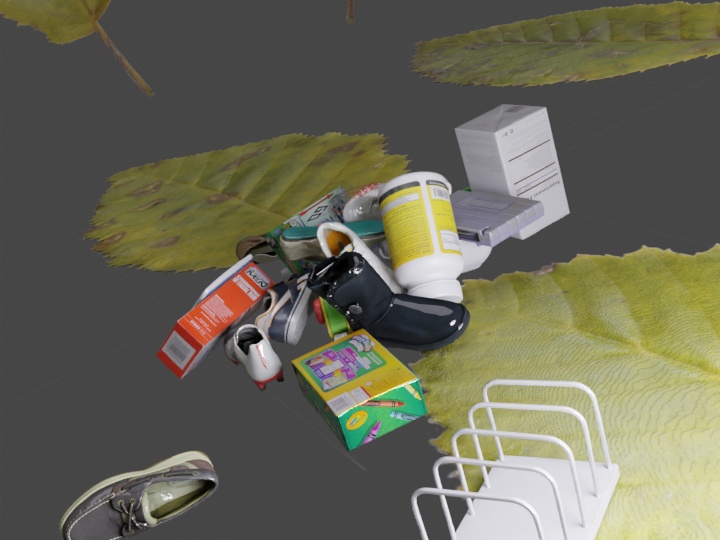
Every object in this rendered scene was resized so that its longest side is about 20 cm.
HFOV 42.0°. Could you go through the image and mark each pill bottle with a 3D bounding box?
[{"bbox_3d":[0.098,-0.042,1.460,0.112,0.201,0.113,-10,-18,-3],"label":"pill bottle"}]

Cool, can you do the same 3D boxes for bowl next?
[{"bbox_3d":[0.135,-0.046,1.617,0.199,0.075,0.200,-16,22,7],"label":"bowl"}]

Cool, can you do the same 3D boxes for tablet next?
[{"bbox_3d":[-0.260,0.055,1.606,0.130,0.014,0.200,-43,-5,-45],"label":"tablet"}]

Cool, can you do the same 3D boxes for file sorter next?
[{"bbox_3d":[0.156,0.211,0.933,0.138,0.125,0.200,-2,26,33],"label":"file sorter"}]

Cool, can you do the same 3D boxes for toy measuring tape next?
[{"bbox_3d":[-0.039,0.072,1.478,0.073,0.074,0.200,-16,22,3],"label":"toy measuring tape"}]

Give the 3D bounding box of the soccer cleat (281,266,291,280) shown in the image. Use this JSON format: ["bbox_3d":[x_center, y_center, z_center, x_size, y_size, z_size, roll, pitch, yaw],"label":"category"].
[{"bbox_3d":[-0.079,-0.044,1.788,0.077,0.070,0.200,-5,28,36],"label":"soccer cleat"}]

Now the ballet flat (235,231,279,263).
[{"bbox_3d":[-0.158,-0.052,1.881,0.199,0.068,0.073,-15,42,8],"label":"ballet flat"}]

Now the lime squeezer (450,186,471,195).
[{"bbox_3d":[0.267,-0.186,1.892,0.199,0.038,0.071,-23,22,-10],"label":"lime squeezer"}]

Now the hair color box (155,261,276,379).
[{"bbox_3d":[-0.237,0.081,1.553,0.200,0.064,0.111,-45,-4,-46],"label":"hair color box"}]

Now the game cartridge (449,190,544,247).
[{"bbox_3d":[0.189,-0.087,1.537,0.129,0.039,0.199,-25,23,-30],"label":"game cartridge"}]

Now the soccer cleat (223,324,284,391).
[{"bbox_3d":[-0.173,0.115,1.456,0.068,0.086,0.200,-24,23,-14],"label":"soccer cleat"}]

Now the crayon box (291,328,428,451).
[{"bbox_3d":[-0.006,0.156,1.271,0.118,0.059,0.200,-23,23,-14],"label":"crayon box"}]

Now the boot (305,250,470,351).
[{"bbox_3d":[0.037,0.042,1.347,0.199,0.168,0.077,-6,51,34],"label":"boot"}]

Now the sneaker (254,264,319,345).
[{"bbox_3d":[-0.115,0.046,1.566,0.079,0.079,0.200,12,30,11],"label":"sneaker"}]

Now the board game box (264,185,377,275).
[{"bbox_3d":[-0.064,-0.057,1.722,0.200,0.135,0.029,-37,-3,-39],"label":"board game box"}]

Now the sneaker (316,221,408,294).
[{"bbox_3d":[0.000,0.000,1.508,0.077,0.081,0.200,-47,64,1],"label":"sneaker"}]

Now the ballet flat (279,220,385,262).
[{"bbox_3d":[-0.041,-0.048,1.621,0.198,0.063,0.068,-2,30,11],"label":"ballet flat"}]

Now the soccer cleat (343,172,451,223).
[{"bbox_3d":[0.066,-0.124,1.651,0.199,0.069,0.085,-17,17,-12],"label":"soccer cleat"}]

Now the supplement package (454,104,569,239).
[{"bbox_3d":[0.268,-0.175,1.649,0.119,0.201,0.121,-28,24,-23],"label":"supplement package"}]

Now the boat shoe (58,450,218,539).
[{"bbox_3d":[-0.269,0.286,1.151,0.200,0.072,0.066,-22,17,-22],"label":"boat shoe"}]
